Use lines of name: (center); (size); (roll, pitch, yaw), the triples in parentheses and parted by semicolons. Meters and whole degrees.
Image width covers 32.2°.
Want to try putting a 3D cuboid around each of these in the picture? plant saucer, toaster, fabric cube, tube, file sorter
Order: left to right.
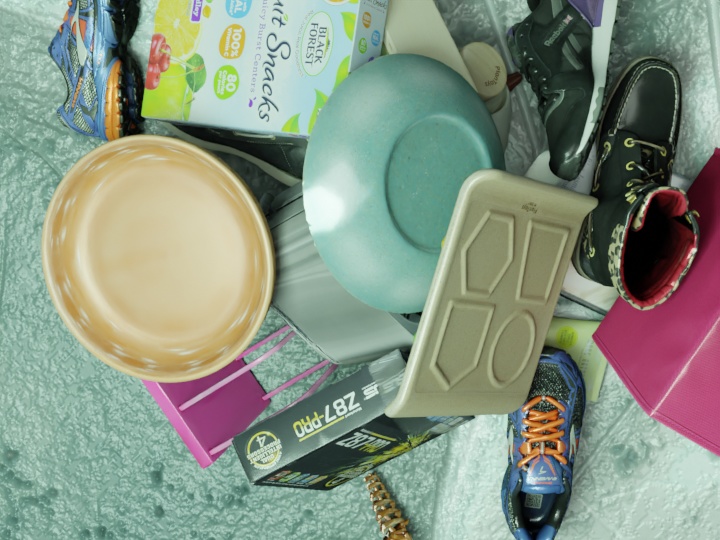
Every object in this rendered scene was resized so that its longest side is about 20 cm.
plant saucer: (-0.159, -0.010, 1.000); (0.200, 0.037, 0.201); (4, 104, 16)
file sorter: (-0.123, 0.039, 1.095); (0.125, 0.139, 0.200); (-32, 95, 24)
toaster: (0.000, 0.000, 1.039); (0.129, 0.114, 0.200); (-18, 125, 41)
plant saucer: (0.049, -0.065, 0.951); (0.201, 0.039, 0.202); (-4, 96, -36)
tube: (0.127, 0.062, 1.128); (0.199, 0.052, 0.058); (13, 146, -1)
fabric cube: (0.338, 0.048, 1.006); (0.200, 0.196, 0.200); (30, 101, -10)

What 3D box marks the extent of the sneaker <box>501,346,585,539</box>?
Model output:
sneaker: (0.163, 0.160, 1.099); (0.075, 0.078, 0.201); (-1, 112, 4)

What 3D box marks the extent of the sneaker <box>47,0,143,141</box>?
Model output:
sneaker: (-0.244, -0.213, 1.115); (0.078, 0.075, 0.201); (1, 98, 10)

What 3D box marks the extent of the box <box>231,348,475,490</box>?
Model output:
box: (0.000, 0.135, 1.079); (0.161, 0.200, 0.049); (-30, 71, 9)

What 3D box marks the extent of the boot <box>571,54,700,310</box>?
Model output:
boot: (0.232, -0.070, 1.015); (0.073, 0.151, 0.201); (16, 102, -7)

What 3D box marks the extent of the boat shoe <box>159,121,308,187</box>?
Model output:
boat shoe: (-0.100, -0.138, 1.091); (0.200, 0.072, 0.068); (24, 135, 18)

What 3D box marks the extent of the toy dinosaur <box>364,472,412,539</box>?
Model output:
toy dinosaur: (0.015, 0.299, 1.173); (0.135, 0.102, 0.201); (-4, 65, -7)

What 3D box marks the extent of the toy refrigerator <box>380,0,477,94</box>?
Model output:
toy refrigerator: (0.013, -0.209, 1.038); (0.076, 0.070, 0.200); (-41, 69, 53)

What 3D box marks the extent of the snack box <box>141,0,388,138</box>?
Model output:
snack box: (-0.079, -0.183, 1.012); (0.200, 0.053, 0.143); (10, 94, 30)

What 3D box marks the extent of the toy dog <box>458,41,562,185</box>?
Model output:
toy dog: (0.120, -0.100, 1.079); (0.096, 0.132, 0.201); (-15, 105, -29)

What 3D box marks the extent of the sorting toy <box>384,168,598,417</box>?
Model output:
sorting toy: (0.101, 0.022, 0.976); (0.036, 0.185, 0.200); (27, 101, 35)

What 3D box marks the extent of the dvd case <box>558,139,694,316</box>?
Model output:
dvd case: (0.243, -0.025, 1.111); (0.200, 0.018, 0.143); (25, 101, 2)

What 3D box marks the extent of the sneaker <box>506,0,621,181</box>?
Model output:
sneaker: (0.159, -0.163, 1.035); (0.087, 0.076, 0.200); (12, 60, 3)
